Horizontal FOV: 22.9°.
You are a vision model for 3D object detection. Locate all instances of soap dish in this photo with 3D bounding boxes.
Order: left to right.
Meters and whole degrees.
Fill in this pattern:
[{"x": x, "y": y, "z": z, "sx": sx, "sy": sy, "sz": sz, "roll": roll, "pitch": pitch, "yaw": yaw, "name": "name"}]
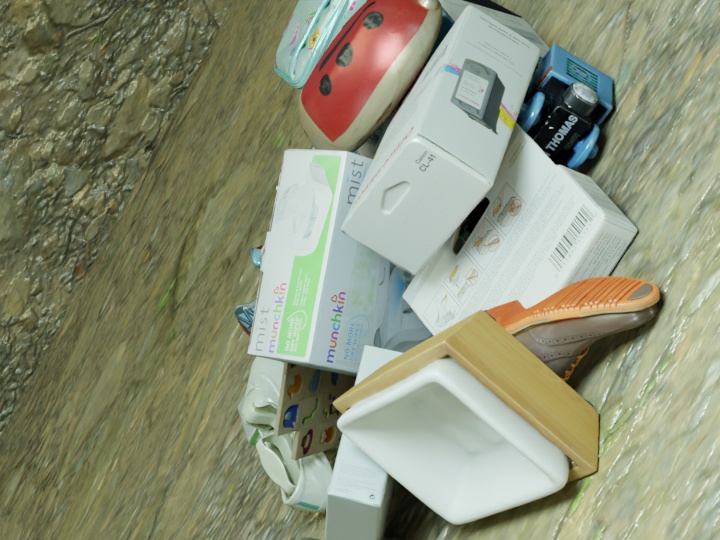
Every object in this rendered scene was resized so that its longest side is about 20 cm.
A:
[{"x": 0.086, "y": 0.119, "z": 1.420, "sx": 0.081, "sy": 0.157, "sz": 0.200, "roll": -55, "pitch": 10, "yaw": -30, "name": "soap dish"}]

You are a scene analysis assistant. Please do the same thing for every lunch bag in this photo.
[{"x": -0.015, "y": -0.279, "z": 1.891, "sx": 0.200, "sy": 0.077, "sz": 0.160, "roll": -63, "pitch": 17, "yaw": 9, "name": "lunch bag"}]

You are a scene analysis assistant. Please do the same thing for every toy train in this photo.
[{"x": 0.157, "y": -0.107, "z": 1.643, "sx": 0.200, "sy": 0.087, "sz": 0.114, "roll": -55, "pitch": 11, "yaw": 34, "name": "toy train"}]

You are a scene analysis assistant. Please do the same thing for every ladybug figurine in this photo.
[{"x": 0.005, "y": -0.192, "z": 1.686, "sx": 0.200, "sy": 0.072, "sz": 0.136, "roll": -51, "pitch": 18, "yaw": 29, "name": "ladybug figurine"}]

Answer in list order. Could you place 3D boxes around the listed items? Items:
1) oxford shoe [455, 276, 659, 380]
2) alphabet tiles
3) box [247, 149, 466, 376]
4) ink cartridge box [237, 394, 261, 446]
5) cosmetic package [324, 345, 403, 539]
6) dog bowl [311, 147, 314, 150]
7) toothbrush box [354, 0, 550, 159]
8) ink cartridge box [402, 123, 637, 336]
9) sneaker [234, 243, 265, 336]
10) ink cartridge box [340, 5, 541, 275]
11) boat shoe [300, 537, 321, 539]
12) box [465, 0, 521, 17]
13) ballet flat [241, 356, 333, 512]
[{"x": 0.161, "y": 0.055, "z": 1.420, "sx": 0.200, "sy": 0.073, "sz": 0.071, "roll": -16, "pitch": 10, "yaw": 43, "name": "oxford shoe"}, {"x": -0.024, "y": 0.089, "z": 1.792, "sx": 0.008, "sy": 0.167, "sz": 0.200, "roll": 20, "pitch": 109, "yaw": 34, "name": "alphabet tiles"}, {"x": 0.000, "y": 0.000, "z": 1.687, "sx": 0.097, "sy": 0.176, "sz": 0.200, "roll": 6, "pitch": 82, "yaw": 47, "name": "box"}, {"x": -0.065, "y": 0.105, "z": 2.031, "sx": 0.200, "sy": 0.059, "sz": 0.104, "roll": -61, "pitch": 18, "yaw": 12, "name": "ink cartridge box"}, {"x": 0.006, "y": 0.183, "z": 1.594, "sx": 0.200, "sy": 0.052, "sz": 0.151, "roll": 94, "pitch": -169, "yaw": -56, "name": "cosmetic package"}, {"x": -0.005, "y": -0.119, "z": 2.139, "sx": 0.200, "sy": 0.079, "sz": 0.200, "roll": -54, "pitch": 20, "yaw": 30, "name": "dog bowl"}, {"x": 0.085, "y": -0.166, "z": 1.788, "sx": 0.200, "sy": 0.146, "sz": 0.085, "roll": -54, "pitch": 48, "yaw": 26, "name": "toothbrush box"}, {"x": 0.134, "y": -0.004, "z": 1.541, "sx": 0.200, "sy": 0.045, "sz": 0.176, "roll": -58, "pitch": 35, "yaw": 19, "name": "ink cartridge box"}, {"x": -0.074, "y": -0.015, "z": 1.939, "sx": 0.200, "sy": 0.095, "sz": 0.079, "roll": -64, "pitch": -8, "yaw": -4, "name": "sneaker"}, {"x": 0.073, "y": -0.116, "z": 1.574, "sx": 0.148, "sy": 0.086, "sz": 0.200, "roll": -51, "pitch": 12, "yaw": 44, "name": "ink cartridge box"}, {"x": -0.066, "y": 0.352, "z": 1.682, "sx": 0.202, "sy": 0.060, "sz": 0.072, "roll": -67, "pitch": 17, "yaw": -7, "name": "boat shoe"}, {"x": 0.063, "y": -0.226, "z": 1.974, "sx": 0.200, "sy": 0.148, "sz": 0.104, "roll": -45, "pitch": 26, "yaw": 51, "name": "box"}, {"x": -0.086, "y": 0.165, "z": 1.856, "sx": 0.069, "sy": 0.069, "sz": 0.200, "roll": -52, "pitch": 51, "yaw": 35, "name": "ballet flat"}]
